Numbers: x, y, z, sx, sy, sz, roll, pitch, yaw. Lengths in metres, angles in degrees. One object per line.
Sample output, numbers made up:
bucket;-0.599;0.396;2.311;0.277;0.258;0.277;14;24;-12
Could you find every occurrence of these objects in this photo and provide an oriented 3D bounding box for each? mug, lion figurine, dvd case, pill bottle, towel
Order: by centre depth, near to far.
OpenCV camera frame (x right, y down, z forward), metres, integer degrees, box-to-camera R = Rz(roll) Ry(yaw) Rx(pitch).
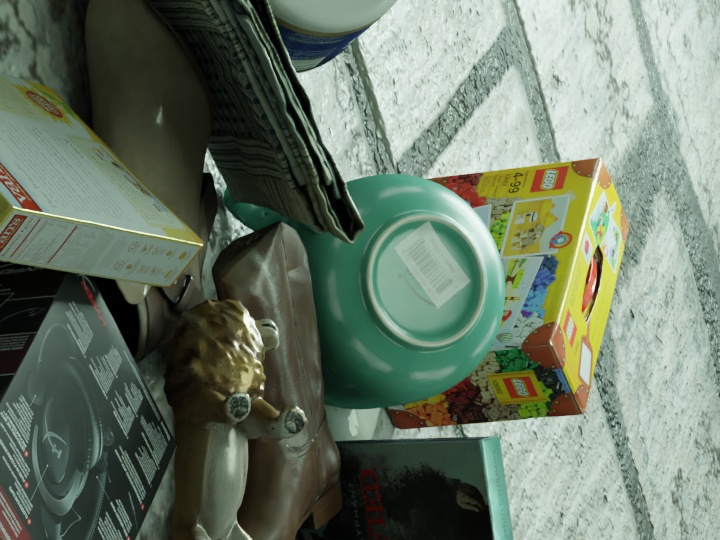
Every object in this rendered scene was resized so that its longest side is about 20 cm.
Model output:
lion figurine;-0.083;0.117;1.584;0.072;0.122;0.200;11;91;-28
towel;-0.078;-0.111;1.652;0.035;0.200;0.193;-28;108;-16
pill bottle;-0.041;-0.181;1.685;0.200;0.111;0.111;153;-66;-74
dvd case;0.021;0.179;1.761;0.022;0.200;0.146;-10;94;-43
mug;0.004;0.011;1.800;0.185;0.114;0.152;7;81;-26

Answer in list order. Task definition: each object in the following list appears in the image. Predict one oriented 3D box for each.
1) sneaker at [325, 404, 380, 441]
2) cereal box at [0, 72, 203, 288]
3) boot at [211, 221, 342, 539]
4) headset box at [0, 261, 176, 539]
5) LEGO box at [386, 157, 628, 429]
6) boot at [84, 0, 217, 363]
sneaker;0.013;0.031;1.902;0.076;0.092;0.200;41;49;-57
cereal box;-0.184;-0.056;1.456;0.144;0.040;0.200;45;14;22
boot;-0.070;0.078;1.673;0.186;0.064;0.200;-43;130;-64
headset box;-0.184;0.110;1.465;0.200;0.077;0.149;-68;143;-46
LEGO box;0.103;0.017;2.036;0.200;0.149;0.077;-72;146;-44
boot;-0.138;-0.049;1.621;0.200;0.070;0.146;68;30;-30
